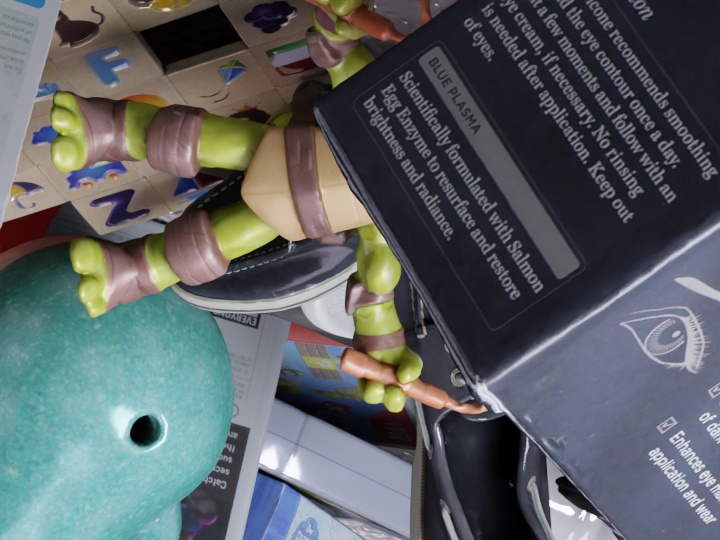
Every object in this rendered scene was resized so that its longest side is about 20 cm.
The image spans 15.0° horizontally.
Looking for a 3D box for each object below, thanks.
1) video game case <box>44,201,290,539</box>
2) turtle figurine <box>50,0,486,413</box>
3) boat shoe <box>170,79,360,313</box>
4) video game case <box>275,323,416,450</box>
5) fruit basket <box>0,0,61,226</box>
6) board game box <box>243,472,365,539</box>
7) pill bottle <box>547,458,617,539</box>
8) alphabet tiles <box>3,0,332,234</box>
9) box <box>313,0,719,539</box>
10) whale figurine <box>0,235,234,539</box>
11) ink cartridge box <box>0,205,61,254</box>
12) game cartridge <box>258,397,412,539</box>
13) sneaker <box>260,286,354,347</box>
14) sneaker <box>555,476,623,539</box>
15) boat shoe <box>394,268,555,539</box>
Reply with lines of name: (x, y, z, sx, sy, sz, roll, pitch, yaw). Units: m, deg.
video game case: (-0.139, 0.057, 1.213, 0.199, 0.183, 0.023, 17, 162, -14)
turtle figurine: (-0.024, -0.042, 0.954, 0.160, 0.065, 0.201, -5, 115, 11)
boat shoe: (0.000, -0.040, 1.028, 0.199, 0.075, 0.062, -20, 140, 31)
video game case: (-0.069, 0.050, 1.388, 0.198, 0.018, 0.143, 6, 158, 14)
fruit basket: (-0.198, -0.071, 0.900, 0.184, 0.201, 0.094, 13, 145, -3)
board game box: (-0.110, 0.104, 1.391, 0.199, 0.044, 0.199, 22, 171, 15)
pill bottle: (0.151, 0.119, 1.313, 0.199, 0.115, 0.114, 20, 158, -20)
alphabet tiles: (-0.100, -0.059, 1.041, 0.199, 0.008, 0.167, -17, 153, 10)
box: (0.123, -0.024, 0.830, 0.199, 0.118, 0.197, -34, 147, 6)
whale figurine: (-0.129, 0.086, 1.131, 0.159, 0.201, 0.104, 35, 172, -34)
ink cartridge box: (-0.198, -0.011, 1.096, 0.050, 0.163, 0.200, 20, 169, 43)
game cartridge: (-0.024, 0.093, 1.345, 0.199, 0.041, 0.133, 28, 169, -36)
sneaker: (0.000, 0.000, 1.172, 0.099, 0.071, 0.200, 23, -179, 33)
sneaker: (0.125, 0.088, 1.120, 0.087, 0.074, 0.200, 40, 168, 14)
boat shoe: (0.052, 0.044, 1.083, 0.072, 0.202, 0.063, -10, -166, -23)
